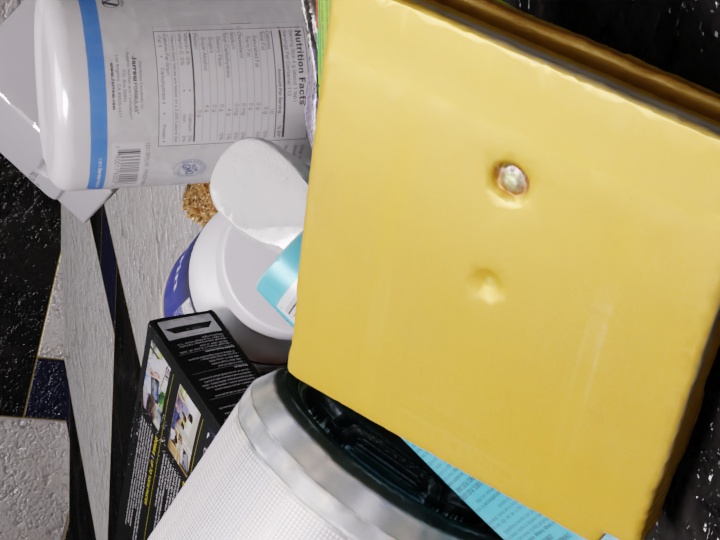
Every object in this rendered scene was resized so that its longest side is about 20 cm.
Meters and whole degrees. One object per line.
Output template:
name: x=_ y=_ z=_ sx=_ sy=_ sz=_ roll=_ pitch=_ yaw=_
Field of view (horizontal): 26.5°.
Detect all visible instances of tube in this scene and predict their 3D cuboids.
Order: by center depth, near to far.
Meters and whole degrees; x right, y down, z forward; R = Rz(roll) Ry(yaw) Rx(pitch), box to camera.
tube: x=0.036 y=0.062 z=0.698 sx=0.200 sy=0.050 sz=0.077 roll=47 pitch=157 yaw=7

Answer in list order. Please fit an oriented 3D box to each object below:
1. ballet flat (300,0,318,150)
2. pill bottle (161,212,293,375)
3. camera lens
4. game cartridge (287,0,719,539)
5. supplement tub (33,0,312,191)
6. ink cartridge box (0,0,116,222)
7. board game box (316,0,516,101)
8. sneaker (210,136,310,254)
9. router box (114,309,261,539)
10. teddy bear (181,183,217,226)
ballet flat: x=-0.002 y=-0.149 z=0.869 sx=0.072 sy=0.072 sz=0.201 roll=-126 pitch=36 yaw=-60
pill bottle: x=-0.067 y=0.012 z=1.044 sx=0.200 sy=0.115 sz=0.116 roll=146 pitch=118 yaw=-70
camera lens: x=-0.031 y=0.163 z=0.783 sx=0.200 sy=0.160 sz=0.160 roll=-56 pitch=27 yaw=10
game cartridge: x=0.057 y=-0.002 z=0.594 sx=0.176 sy=0.032 sz=0.201 roll=28 pitch=133 yaw=22
supplement tub: x=-0.104 y=-0.121 z=0.981 sx=0.132 sy=0.199 sz=0.133 roll=175 pitch=90 yaw=-73
ink cartridge box: x=-0.198 y=-0.166 z=1.206 sx=0.146 sy=0.200 sz=0.147 roll=42 pitch=162 yaw=-9
board game box: x=0.031 y=-0.038 z=0.694 sx=0.101 sy=0.048 sz=0.201 roll=36 pitch=146 yaw=29
sneaker: x=0.000 y=0.000 z=0.892 sx=0.075 sy=0.088 sz=0.200 roll=-45 pitch=67 yaw=14
router box: x=-0.096 y=0.150 z=0.961 sx=0.149 sy=0.051 sz=0.201 roll=50 pitch=137 yaw=41
teddy bear: x=-0.105 y=-0.084 z=1.254 sx=0.200 sy=0.066 sz=0.146 roll=130 pitch=151 yaw=-68
